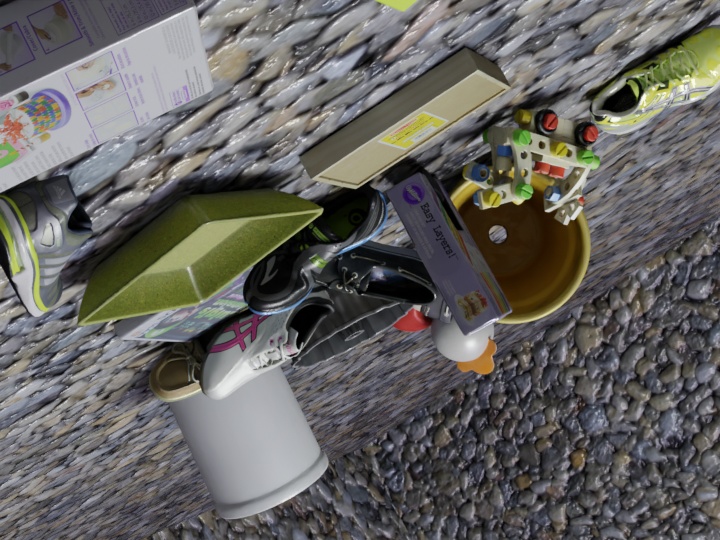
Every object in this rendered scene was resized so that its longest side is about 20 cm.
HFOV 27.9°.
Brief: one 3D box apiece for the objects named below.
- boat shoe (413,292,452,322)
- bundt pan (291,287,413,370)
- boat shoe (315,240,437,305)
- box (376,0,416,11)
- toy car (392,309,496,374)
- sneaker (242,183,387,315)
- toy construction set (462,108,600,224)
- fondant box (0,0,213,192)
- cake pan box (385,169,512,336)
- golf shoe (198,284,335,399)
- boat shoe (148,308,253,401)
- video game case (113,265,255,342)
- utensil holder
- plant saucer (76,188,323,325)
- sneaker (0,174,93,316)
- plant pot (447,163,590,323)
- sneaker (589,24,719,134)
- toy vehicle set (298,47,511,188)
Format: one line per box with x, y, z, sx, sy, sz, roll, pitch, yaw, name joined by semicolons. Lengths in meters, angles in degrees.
0.147;-0.014;2.036;0.200;0.063;0.073;-60;171;20;boat shoe
-0.025;0.061;2.072;0.202;0.076;0.202;-27;169;-6;bundt pan
0.000;0.000;1.705;0.200;0.057;0.069;8;130;-15;boat shoe
0.027;-0.238;0.965;0.122;0.048;0.200;-34;167;21;box
0.130;0.078;2.203;0.184;0.200;0.177;-15;162;-49;toy car
-0.055;-0.030;1.619;0.200;0.071;0.083;-40;158;-10;sneaker
0.213;-0.119;1.700;0.092;0.131;0.200;10;178;43;toy construction set
-0.199;-0.120;0.922;0.200;0.058;0.144;-28;169;-8;fondant box
0.105;-0.022;1.705;0.052;0.200;0.184;-29;174;8;cake pan box
-0.119;0.087;1.812;0.200;0.092;0.073;-46;128;-10;golf shoe
-0.186;0.097;1.873;0.201;0.073;0.063;-29;162;-14;boat shoe
-0.175;0.033;1.726;0.182;0.023;0.200;-31;169;13;video game case
-0.161;0.211;1.988;0.170;0.200;0.170;-24;-170;5;utensil holder
-0.166;-0.023;1.444;0.200;0.048;0.200;-35;166;30;plant saucer
-0.258;-0.020;1.189;0.081;0.074;0.200;-29;171;-13;sneaker
0.189;-0.041;1.893;0.201;0.201;0.189;-29;-176;3;plant pot
0.368;-0.227;1.759;0.200;0.075;0.076;-35;167;24;sneaker
0.047;-0.149;1.453;0.200;0.027;0.124;-32;168;16;toy vehicle set
